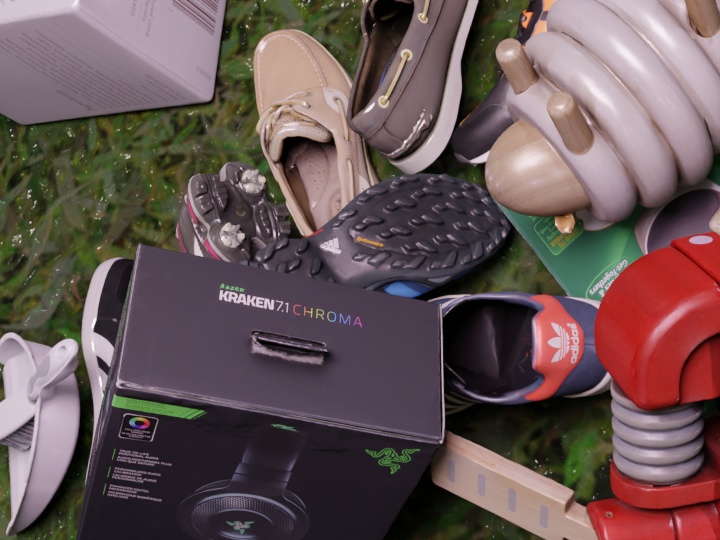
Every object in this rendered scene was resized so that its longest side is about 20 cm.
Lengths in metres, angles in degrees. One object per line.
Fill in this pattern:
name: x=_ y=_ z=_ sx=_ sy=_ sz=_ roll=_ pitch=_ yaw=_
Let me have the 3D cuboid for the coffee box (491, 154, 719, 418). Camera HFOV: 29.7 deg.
coffee box: x=0.178 y=-0.011 z=0.795 sx=0.123 sy=0.044 sz=0.201 roll=-43 pitch=59 yaw=12

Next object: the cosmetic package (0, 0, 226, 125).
cosmetic package: x=-0.222 y=-0.222 z=1.014 sx=0.197 sy=0.166 sz=0.170 roll=-3 pitch=73 yaw=29

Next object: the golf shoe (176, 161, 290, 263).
golf shoe: x=-0.070 y=0.030 z=0.916 sx=0.088 sy=0.076 sz=0.203 roll=-39 pitch=66 yaw=54

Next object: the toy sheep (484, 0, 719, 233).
toy sheep: x=0.149 y=-0.103 z=0.737 sx=0.199 sy=0.138 sz=0.138 roll=-37 pitch=60 yaw=2

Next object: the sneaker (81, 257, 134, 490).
sneaker: x=-0.125 y=0.078 z=0.920 sx=0.110 sy=0.073 sz=0.203 roll=-15 pitch=66 yaw=23

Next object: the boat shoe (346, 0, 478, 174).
boat shoe: x=0.033 y=-0.162 z=0.890 sx=0.072 sy=0.060 sz=0.204 roll=-26 pitch=46 yaw=46

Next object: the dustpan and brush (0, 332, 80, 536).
dustpan and brush: x=-0.224 y=0.091 z=0.938 sx=0.199 sy=0.057 sz=0.142 roll=-33 pitch=58 yaw=42

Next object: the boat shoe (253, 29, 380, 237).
boat shoe: x=-0.035 y=-0.092 z=0.926 sx=0.072 sy=0.065 sz=0.202 roll=-29 pitch=61 yaw=18

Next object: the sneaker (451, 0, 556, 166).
sneaker: x=0.119 y=-0.154 z=0.835 sx=0.200 sy=0.070 sz=0.090 roll=-41 pitch=100 yaw=9

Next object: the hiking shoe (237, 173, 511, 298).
hiking shoe: x=0.000 y=0.000 z=0.849 sx=0.198 sy=0.087 sz=0.075 roll=-20 pitch=69 yaw=-21

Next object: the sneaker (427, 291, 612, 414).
sneaker: x=0.055 y=0.046 z=0.801 sx=0.198 sy=0.084 sz=0.076 roll=-14 pitch=76 yaw=44

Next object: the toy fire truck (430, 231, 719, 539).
toy fire truck: x=0.139 y=0.077 z=0.686 sx=0.197 sy=0.129 sz=0.179 roll=-10 pitch=111 yaw=-6

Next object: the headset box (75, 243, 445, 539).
headset box: x=-0.058 y=0.087 z=0.759 sx=0.201 sy=0.172 sz=0.094 roll=115 pitch=162 yaw=-48
